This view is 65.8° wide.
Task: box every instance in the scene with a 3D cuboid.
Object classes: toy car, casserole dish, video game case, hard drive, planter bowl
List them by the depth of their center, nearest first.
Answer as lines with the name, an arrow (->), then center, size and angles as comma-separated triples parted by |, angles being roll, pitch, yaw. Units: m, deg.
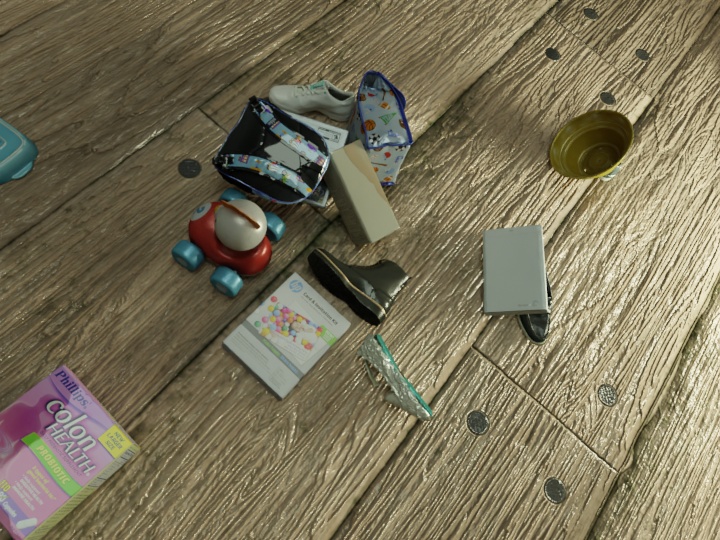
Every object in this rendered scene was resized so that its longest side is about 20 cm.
toy car -> -0.243, -0.086, 1.049 | 0.177, 0.200, 0.185 | 34, 64, 1
casserole dish -> -0.732, -0.254, 1.082 | 0.200, 0.039, 0.121 | 36, 65, 1
video game case -> -0.145, -0.247, 1.205 | 0.199, 0.023, 0.182 | 17, 81, -2
hard drive -> 0.338, -0.001, 1.227 | 0.131, 0.026, 0.201 | -5, 64, 21
planter bowl -> 0.585, -0.294, 1.393 | 0.083, 0.200, 0.201 | 36, 55, -43

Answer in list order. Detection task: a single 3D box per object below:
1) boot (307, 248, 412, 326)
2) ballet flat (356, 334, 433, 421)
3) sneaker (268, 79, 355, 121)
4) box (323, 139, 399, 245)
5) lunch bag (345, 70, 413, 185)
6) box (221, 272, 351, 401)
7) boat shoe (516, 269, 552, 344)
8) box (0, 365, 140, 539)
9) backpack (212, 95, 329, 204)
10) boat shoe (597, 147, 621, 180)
boot -> 0.000, 0.000, 1.155 | 0.200, 0.077, 0.138 | 46, 60, -8
ballet flat -> 0.062, 0.217, 1.088 | 0.072, 0.072, 0.200 | -29, 76, -23
sneaker -> -0.108, -0.406, 1.279 | 0.199, 0.089, 0.076 | 6, 68, -12
box -> -0.007, -0.159, 1.163 | 0.078, 0.095, 0.200 | -29, 102, -21
lunch bag -> 0.032, -0.311, 1.230 | 0.123, 0.170, 0.201 | -8, 68, -16
box -> -0.140, 0.125, 1.078 | 0.156, 0.041, 0.200 | 43, 63, 5
boat shoe -> 0.391, 0.059, 1.228 | 0.074, 0.066, 0.200 | 10, 66, -12
box -> -0.494, 0.289, 0.886 | 0.176, 0.097, 0.200 | 45, 64, 7
backpack -> -0.166, -0.221, 1.120 | 0.200, 0.135, 0.183 | 28, 81, 1
boat shoe -> 0.674, -0.324, 1.463 | 0.073, 0.062, 0.200 | 30, 64, -1
